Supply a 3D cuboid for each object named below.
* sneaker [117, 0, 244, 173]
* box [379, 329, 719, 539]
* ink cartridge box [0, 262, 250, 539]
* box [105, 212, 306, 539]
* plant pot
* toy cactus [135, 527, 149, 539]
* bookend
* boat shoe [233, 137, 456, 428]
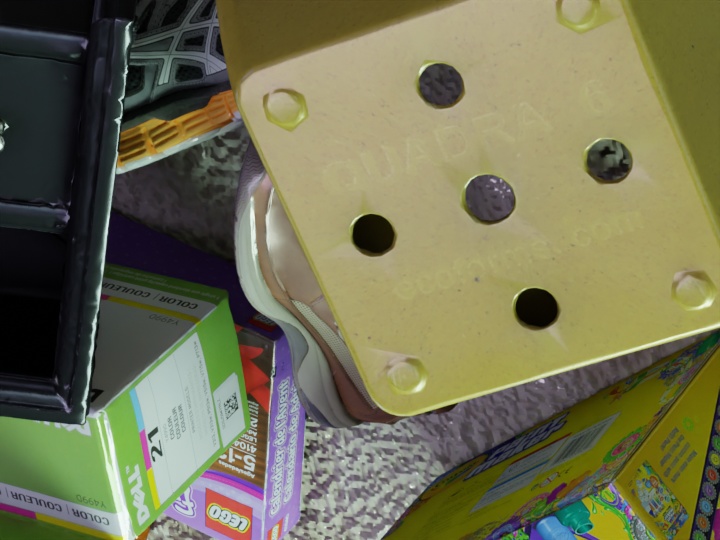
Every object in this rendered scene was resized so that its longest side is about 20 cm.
[{"bbox_3d":[-0.048,-0.102,1.150,0.200,0.078,0.077,-21,92,39],"label":"sneaker"},{"bbox_3d":[0.123,0.160,1.177,0.193,0.122,0.200,52,135,-7],"label":"box"},{"bbox_3d":[-0.163,0.076,1.215,0.148,0.200,0.076,12,126,30],"label":"ink cartridge box"},{"bbox_3d":[-0.117,0.040,1.327,0.200,0.039,0.137,23,132,22],"label":"box"},{"bbox_3d":[0.058,-0.060,0.981,0.200,0.176,0.200,-17,112,20],"label":"plant pot"},{"bbox_3d":[-0.189,0.159,1.441,0.200,0.102,0.165,24,146,3],"label":"toy cactus"},{"bbox_3d":[-0.194,-0.052,1.123,0.198,0.092,0.200,8,126,-6],"label":"bookend"},{"bbox_3d":[0.000,0.000,1.170,0.072,0.076,0.200,5,151,18],"label":"boat shoe"}]
